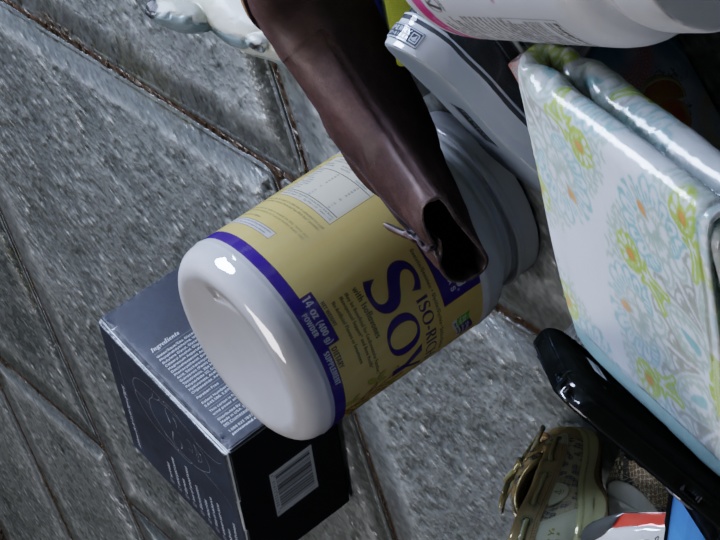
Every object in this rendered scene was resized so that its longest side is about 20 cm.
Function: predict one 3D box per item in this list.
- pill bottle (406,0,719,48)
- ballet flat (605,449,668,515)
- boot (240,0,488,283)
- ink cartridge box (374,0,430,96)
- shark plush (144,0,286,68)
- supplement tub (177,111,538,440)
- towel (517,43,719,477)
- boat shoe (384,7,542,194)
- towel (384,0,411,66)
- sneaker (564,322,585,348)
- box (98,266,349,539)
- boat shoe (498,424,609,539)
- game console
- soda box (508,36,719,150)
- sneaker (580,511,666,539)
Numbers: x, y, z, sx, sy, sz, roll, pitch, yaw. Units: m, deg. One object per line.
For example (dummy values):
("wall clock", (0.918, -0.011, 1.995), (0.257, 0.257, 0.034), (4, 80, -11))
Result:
("pill bottle", (0.105, -0.164, 0.991), (0.200, 0.113, 0.113), (14, 134, 59))
("ballet flat", (0.186, 0.181, 1.371), (0.068, 0.075, 0.200), (34, 150, 34))
("boot", (0.009, -0.099, 1.192), (0.166, 0.072, 0.200), (57, 180, 37))
("ink cartridge box", (-0.001, -0.201, 1.261), (0.094, 0.044, 0.200), (39, 154, 39))
("shark plush", (-0.050, -0.171, 1.439), (0.200, 0.091, 0.083), (23, 167, 21))
("supplement tub", (0.000, 0.000, 1.336), (0.145, 0.200, 0.145), (46, 157, 25))
("towel", (0.148, -0.004, 1.019), (0.200, 0.048, 0.171), (47, 156, 53))
("boat shoe", (0.092, -0.099, 1.171), (0.199, 0.068, 0.074), (40, 176, -38))
("towel", (0.044, -0.201, 1.117), (0.018, 0.086, 0.200), (-110, 6, -45))
("sneaker", (0.194, 0.097, 1.242), (0.200, 0.074, 0.087), (42, 160, 34))
("box", (-0.122, 0.130, 1.896), (0.197, 0.124, 0.200), (41, 155, 31))
("boat shoe", (0.123, 0.146, 1.372), (0.200, 0.063, 0.073), (-88, 9, -78))
("game console", (0.135, 0.135, 1.086), (0.176, 0.116, 0.200), (39, -175, -4))
("soda box", (0.163, -0.045, 1.109), (0.200, 0.064, 0.068), (59, 159, -8))
("sneaker", (0.211, 0.201, 1.195), (0.201, 0.108, 0.067), (1, 156, 30))
